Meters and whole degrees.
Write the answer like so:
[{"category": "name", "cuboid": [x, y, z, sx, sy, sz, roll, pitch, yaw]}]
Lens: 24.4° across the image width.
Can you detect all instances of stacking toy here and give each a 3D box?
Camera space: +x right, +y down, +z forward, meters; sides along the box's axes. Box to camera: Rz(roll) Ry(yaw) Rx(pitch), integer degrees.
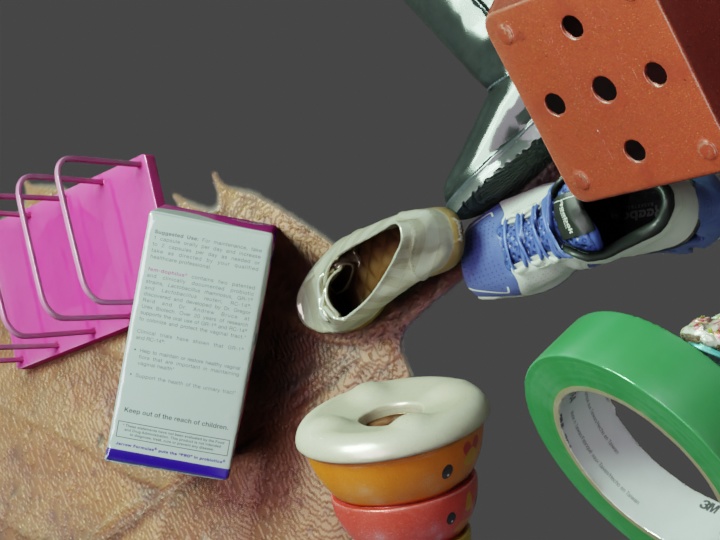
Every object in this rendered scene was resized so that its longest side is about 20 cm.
[{"category": "stacking toy", "cuboid": [0.040, 0.189, 1.248, 0.146, 0.146, 0.200, -3, 106, 33]}]

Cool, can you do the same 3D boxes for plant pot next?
[{"category": "plant pot", "cuboid": [0.197, -0.150, 1.028, 0.200, 0.176, 0.200, -11, 112, 53]}]

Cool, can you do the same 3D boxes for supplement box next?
[{"category": "supplement box", "cuboid": [-0.134, 0.054, 1.338, 0.103, 0.101, 0.200, 9, 96, -1]}]

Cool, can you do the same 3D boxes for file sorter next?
[{"category": "file sorter", "cuboid": [-0.276, -0.006, 1.440, 0.200, 0.125, 0.139, -21, 78, 31]}]

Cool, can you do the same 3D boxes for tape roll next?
[{"category": "tape roll", "cuboid": [0.197, 0.118, 1.092, 0.200, 0.200, 0.048, 37, 66, 29]}]

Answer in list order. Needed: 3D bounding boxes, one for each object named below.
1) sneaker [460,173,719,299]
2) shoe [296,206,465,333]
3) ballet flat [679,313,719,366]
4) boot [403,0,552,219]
[{"category": "sneaker", "cuboid": [0.146, -0.036, 1.168, 0.199, 0.115, 0.081, -15, 79, 32]}, {"category": "shoe", "cuboid": [0.000, 0.000, 1.270, 0.200, 0.053, 0.070, -33, 72, 50]}, {"category": "ballet flat", "cuboid": [0.296, 0.064, 1.057, 0.200, 0.076, 0.064, 28, 82, -10]}, {"category": "boot", "cuboid": [0.076, -0.161, 1.246, 0.165, 0.066, 0.200, -43, 69, 16]}]
